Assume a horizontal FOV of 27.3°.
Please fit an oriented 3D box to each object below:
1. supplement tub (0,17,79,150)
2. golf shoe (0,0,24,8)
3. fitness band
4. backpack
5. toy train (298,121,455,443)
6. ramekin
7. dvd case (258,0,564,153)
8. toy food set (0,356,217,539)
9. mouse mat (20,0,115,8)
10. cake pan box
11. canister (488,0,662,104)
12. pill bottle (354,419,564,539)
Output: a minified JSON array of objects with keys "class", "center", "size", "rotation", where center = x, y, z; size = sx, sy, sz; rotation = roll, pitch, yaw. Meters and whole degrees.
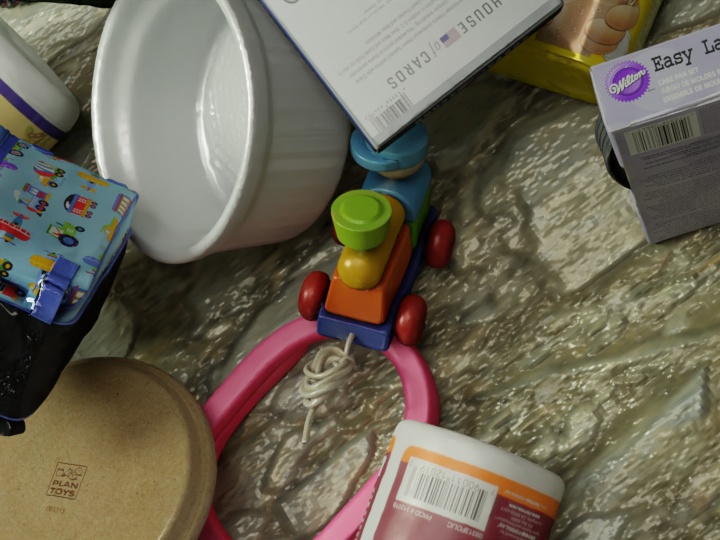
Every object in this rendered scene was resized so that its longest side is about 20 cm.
[{"class":"supplement tub","center":[-0.326,-0.100,1.109],"size":[0.200,0.145,0.145],"rotation":[-44,65,1]},{"class":"golf shoe","center":[-0.352,-0.266,1.214],"size":[0.198,0.073,0.093],"rotation":[2,68,9]},{"class":"fitness band","center":[-0.037,0.118,1.004],"size":[0.144,0.037,0.200],"rotation":[42,91,24]},{"class":"backpack","center":[-0.265,-0.015,0.968],"size":[0.199,0.183,0.135],"rotation":[26,116,-3]},{"class":"toy train","center":[0.000,0.000,0.948],"size":[0.084,0.116,0.201],"rotation":[13,50,12]},{"class":"ramekin","center":[-0.094,-0.107,1.016],"size":[0.200,0.097,0.202],"rotation":[5,97,51]},{"class":"dvd case","center":[0.009,-0.197,0.932],"size":[0.150,0.025,0.200],"rotation":[-37,84,-1]},{"class":"toy food set","center":[-0.188,0.150,0.987],"size":[0.198,0.049,0.199],"rotation":[-8,58,11]},{"class":"mouse mat","center":[-0.141,-0.216,1.064],"size":[0.160,0.200,0.008],"rotation":[-16,96,13]},{"class":"cake pan box","center":[0.243,-0.092,0.896],"size":[0.199,0.184,0.053],"rotation":[-19,64,13]},{"class":"canister","center":[0.152,-0.229,1.024],"size":[0.148,0.087,0.201],"rotation":[20,82,23]},{"class":"pill bottle","center":[0.042,0.204,0.908],"size":[0.113,0.114,0.201],"rotation":[17,80,22]}]
